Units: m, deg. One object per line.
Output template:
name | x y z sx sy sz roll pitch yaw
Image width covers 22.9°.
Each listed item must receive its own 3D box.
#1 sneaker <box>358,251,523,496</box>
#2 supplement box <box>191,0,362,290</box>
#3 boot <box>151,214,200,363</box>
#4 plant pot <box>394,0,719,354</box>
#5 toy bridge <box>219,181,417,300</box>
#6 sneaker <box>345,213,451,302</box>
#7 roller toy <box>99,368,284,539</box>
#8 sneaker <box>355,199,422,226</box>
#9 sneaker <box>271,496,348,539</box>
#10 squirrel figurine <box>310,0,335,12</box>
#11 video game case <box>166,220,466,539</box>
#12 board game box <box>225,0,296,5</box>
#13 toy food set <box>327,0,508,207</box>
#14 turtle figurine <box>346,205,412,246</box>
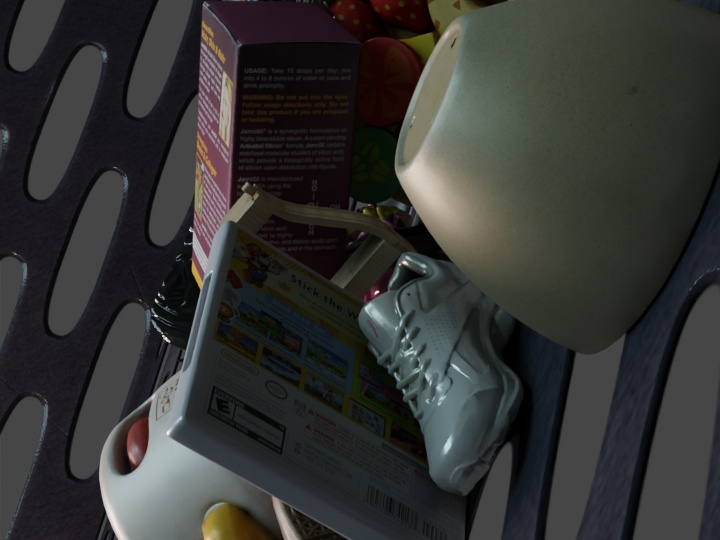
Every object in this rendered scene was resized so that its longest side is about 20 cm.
sneaker | 0.042 0.059 1.090 0.078 0.099 0.200 -60 14 28
supplement box | -0.060 -0.072 1.204 0.110 0.085 0.201 -127 38 -62
boot | -0.081 0.011 1.399 0.199 0.073 0.163 -61 -27 -15
plant pot | 0.097 -0.070 0.971 0.200 0.134 0.201 -160 90 -79
toy bridge | 0.000 0.000 1.168 0.067 0.200 0.027 -48 25 11
sneaker | 0.005 0.006 1.294 0.200 0.079 0.096 -12 49 39
roller toy | -0.082 0.150 1.273 0.140 0.183 0.200 -39 -20 21
sneaker | -0.020 -0.018 1.514 0.076 0.115 0.201 -96 29 -68
sneaker | -0.019 0.189 1.097 0.076 0.070 0.200 113 149 -41
squirrel figurine | 0.006 -0.168 1.328 0.200 0.187 0.142 -23 33 30
video game case | -0.017 0.079 1.082 0.023 0.200 0.182 -45 22 34
board game box | -0.078 -0.196 1.327 0.200 0.028 0.136 -97 27 -62
toy food set | 0.059 -0.135 1.204 0.049 0.199 0.199 -5 -98 -65
turtle figurine | 0.014 0.035 1.375 0.200 0.064 0.162 -32 52 56
